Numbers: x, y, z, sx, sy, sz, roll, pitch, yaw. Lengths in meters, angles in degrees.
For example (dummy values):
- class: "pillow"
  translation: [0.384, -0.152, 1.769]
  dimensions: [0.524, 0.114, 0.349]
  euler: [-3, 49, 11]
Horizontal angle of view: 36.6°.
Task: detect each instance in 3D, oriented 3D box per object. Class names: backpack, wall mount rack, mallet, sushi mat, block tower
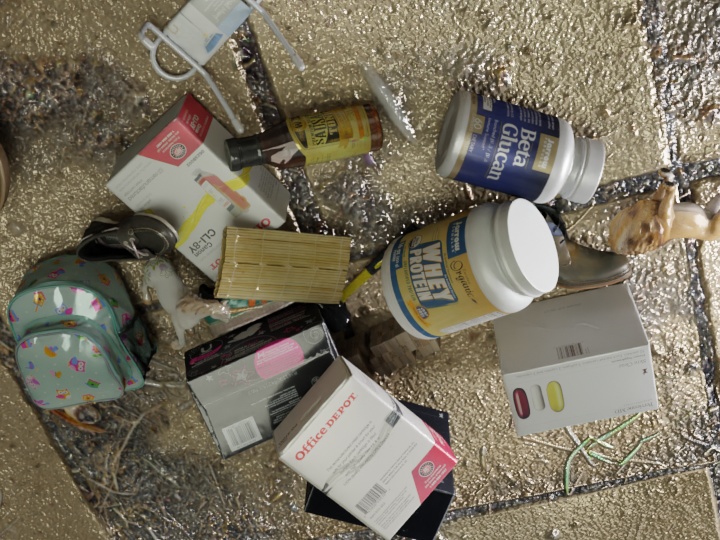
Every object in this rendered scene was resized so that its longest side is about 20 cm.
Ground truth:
- class: "backpack"
  translation: [-0.399, 0.087, 1.519]
  dimensions: [0.173, 0.154, 0.202]
  euler: [-9, 115, 13]
- class: "wall mount rack"
  translation: [-0.169, -0.278, 1.335]
  dimensions: [0.173, 0.075, 0.200]
  euler: [39, 116, -21]
- class: "mallet"
  translation: [0.000, 0.000, 1.522]
  dimensions: [0.066, 0.041, 0.200]
  euler: [34, 111, -15]
- class: "sushi mat"
  translation: [-0.099, -0.005, 1.435]
  dimensions: [0.198, 0.012, 0.097]
  euler: [4, 102, -36]
- class: "block tower"
  translation: [0.018, 0.121, 1.580]
  dimensions: [0.198, 0.054, 0.058]
  euler: [-24, 117, 16]

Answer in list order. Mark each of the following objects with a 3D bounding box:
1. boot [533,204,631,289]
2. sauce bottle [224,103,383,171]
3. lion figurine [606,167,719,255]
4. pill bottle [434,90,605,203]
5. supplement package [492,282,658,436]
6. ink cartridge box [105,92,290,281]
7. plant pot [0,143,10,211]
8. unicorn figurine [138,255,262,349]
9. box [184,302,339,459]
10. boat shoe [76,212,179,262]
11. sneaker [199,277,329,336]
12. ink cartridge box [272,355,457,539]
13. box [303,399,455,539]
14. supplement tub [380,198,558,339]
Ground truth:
- class: "boot"
  translation: [0.271, -0.034, 1.467]
  dimensions: [0.197, 0.075, 0.098]
  euler: [2, 124, 3]
- class: "sauce bottle"
  translation: [-0.072, -0.163, 1.374]
  dimensions: [0.198, 0.066, 0.067]
  euler: [-14, 122, -14]
- class: "lion figurine"
  translation: [0.432, -0.069, 1.443]
  dimensions: [0.197, 0.073, 0.124]
  euler: [5, 123, -3]
- class: "pill bottle"
  translation: [0.202, -0.150, 1.378]
  dimensions: [0.197, 0.112, 0.112]
  euler: [14, 121, -7]
- class: "supplement package"
  translation: [0.295, 0.123, 1.512]
  dimensions: [0.197, 0.156, 0.112]
  euler: [-13, 121, 9]
- class: "ink cartridge box"
  translation: [-0.209, -0.106, 1.433]
  dimensions: [0.145, 0.084, 0.200]
  euler: [-38, 113, 22]
- class: "plant pot"
  translation: [-0.547, -0.145, 1.415]
  dimensions: [0.198, 0.093, 0.203]
  euler: [1, 120, 1]
- class: "unicorn figurine"
  translation: [-0.241, 0.042, 1.471]
  dimensions: [0.199, 0.074, 0.138]
  euler: [39, 147, 9]
- class: "box"
  translation: [-0.124, 0.145, 1.485]
  dimensions: [0.198, 0.115, 0.133]
  euler: [-23, 110, -2]
- class: "boat shoe"
  translation: [-0.309, -0.034, 1.434]
  dimensions: [0.199, 0.057, 0.067]
  euler: [1, 139, 48]
- class: "sneaker"
  translation: [-0.133, 0.016, 1.511]
  dimensions: [0.198, 0.071, 0.081]
  euler: [-25, 97, 2]
- class: "ink cartridge box"
  translation: [0.004, 0.232, 1.430]
  dimensions: [0.200, 0.084, 0.145]
  euler: [40, 94, -19]
- class: "box"
  translation: [0.028, 0.280, 1.600]
  dimensions: [0.197, 0.183, 0.105]
  euler: [16, 121, -7]
- class: "supplement tub"
  translation: [0.141, -0.003, 1.411]
  dimensions: [0.199, 0.145, 0.145]
  euler: [-22, 120, 35]
